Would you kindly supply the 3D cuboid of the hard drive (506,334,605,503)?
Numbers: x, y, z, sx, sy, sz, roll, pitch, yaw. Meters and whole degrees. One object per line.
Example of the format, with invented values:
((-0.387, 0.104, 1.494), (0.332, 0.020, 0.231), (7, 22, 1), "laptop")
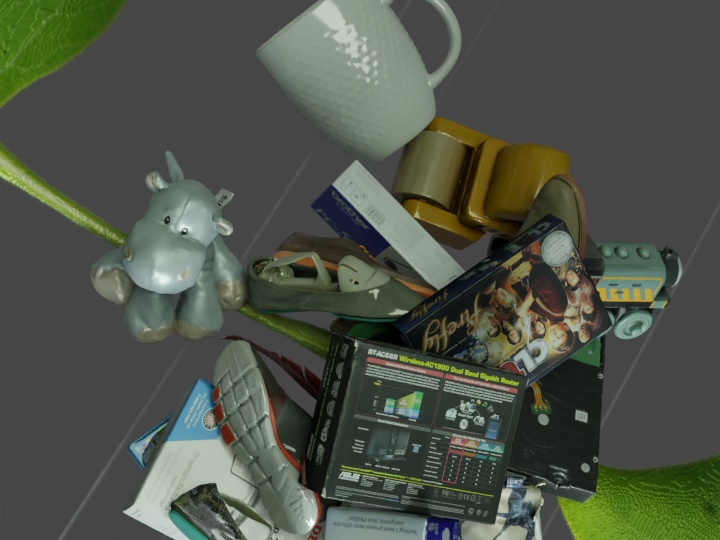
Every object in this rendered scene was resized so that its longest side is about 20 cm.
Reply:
((0.195, 0.143, 1.765), (0.139, 0.038, 0.201), (17, 58, -13), "hard drive")

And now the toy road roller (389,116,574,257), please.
((0.145, -0.093, 1.772), (0.199, 0.146, 0.123), (20, 73, -12), "toy road roller")

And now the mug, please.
((0.016, -0.226, 1.747), (0.200, 0.148, 0.176), (-35, 100, 14), "mug")

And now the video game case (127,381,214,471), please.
((-0.129, 0.223, 1.687), (0.143, 0.018, 0.200), (-36, 90, -20), "video game case")

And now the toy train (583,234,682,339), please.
((0.262, 0.015, 1.778), (0.199, 0.114, 0.085), (2, 46, -27), "toy train")

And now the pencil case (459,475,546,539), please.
((0.146, 0.311, 1.663), (0.089, 0.078, 0.201), (-1, 83, 16), "pencil case")

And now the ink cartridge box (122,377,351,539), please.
((-0.117, 0.222, 1.636), (0.199, 0.086, 0.147), (29, 70, -7), "ink cartridge box")

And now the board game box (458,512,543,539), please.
((0.121, 0.297, 1.733), (0.152, 0.040, 0.201), (-1, 78, -17), "board game box")

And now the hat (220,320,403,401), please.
((-0.016, 0.142, 1.690), (0.165, 0.176, 0.201), (1, 72, -41), "hat")

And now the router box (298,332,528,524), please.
((0.051, 0.152, 1.548), (0.199, 0.062, 0.151), (14, 90, -27), "router box")

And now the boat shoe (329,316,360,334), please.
((0.045, 0.121, 1.738), (0.063, 0.073, 0.200), (-34, 76, -10), "boat shoe")

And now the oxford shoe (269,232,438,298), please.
((0.000, 0.000, 1.716), (0.199, 0.071, 0.073), (16, 49, 16), "oxford shoe")

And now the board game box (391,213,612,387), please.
((0.146, 0.054, 1.627), (0.200, 0.035, 0.136), (-35, 116, -10), "board game box")

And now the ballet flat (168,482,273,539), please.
((-0.096, 0.278, 1.534), (0.072, 0.072, 0.200), (-40, 77, -20), "ballet flat")

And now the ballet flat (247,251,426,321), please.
((-0.029, 0.014, 1.645), (0.067, 0.199, 0.064), (-43, 130, -56), "ballet flat")

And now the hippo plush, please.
((-0.172, -0.022, 1.652), (0.159, 0.161, 0.200), (33, 71, -7), "hippo plush")

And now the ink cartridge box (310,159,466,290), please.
((0.039, -0.024, 1.752), (0.200, 0.094, 0.044), (46, 69, -2), "ink cartridge box")

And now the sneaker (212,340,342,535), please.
((-0.079, 0.161, 1.593), (0.082, 0.077, 0.201), (-15, 79, -49), "sneaker")

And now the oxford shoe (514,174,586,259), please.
((0.179, -0.003, 1.673), (0.075, 0.070, 0.201), (-10, 121, -44), "oxford shoe")

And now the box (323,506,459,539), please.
((0.027, 0.338, 1.596), (0.104, 0.184, 0.201), (4, 83, 14), "box")
